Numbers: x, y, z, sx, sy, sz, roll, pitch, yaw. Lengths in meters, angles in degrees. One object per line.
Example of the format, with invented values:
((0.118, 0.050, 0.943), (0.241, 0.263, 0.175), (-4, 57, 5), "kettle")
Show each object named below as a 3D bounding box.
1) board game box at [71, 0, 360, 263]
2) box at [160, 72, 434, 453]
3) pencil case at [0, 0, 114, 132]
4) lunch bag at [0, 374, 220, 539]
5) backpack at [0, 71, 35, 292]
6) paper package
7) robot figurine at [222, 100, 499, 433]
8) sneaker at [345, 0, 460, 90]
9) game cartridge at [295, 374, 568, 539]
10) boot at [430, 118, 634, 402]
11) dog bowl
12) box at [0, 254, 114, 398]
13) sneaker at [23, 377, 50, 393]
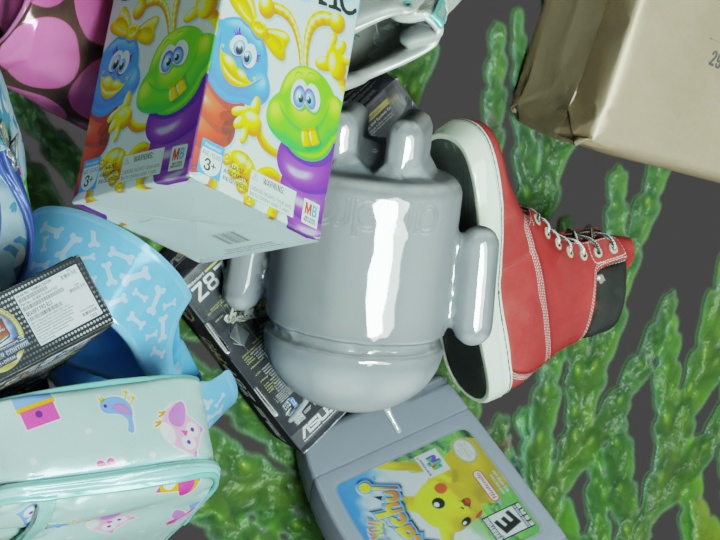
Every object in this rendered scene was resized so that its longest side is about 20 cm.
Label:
((-0.076, -0.120, 1.368), (0.103, 0.105, 0.201), (26, 65, -40), "board game box")
((-0.017, -0.006, 1.571), (0.200, 0.049, 0.161), (-44, 125, -13), "box")
((-0.139, -0.126, 1.440), (0.200, 0.090, 0.094), (31, 52, -36), "pencil case")
((-0.179, 0.128, 1.391), (0.160, 0.200, 0.077), (-8, 70, -27), "lunch bag")
((-0.272, -0.048, 1.331), (0.182, 0.147, 0.201), (-20, 126, -2), "backpack")
((0.226, -0.162, 1.639), (0.199, 0.103, 0.192), (12, 99, -33), "paper package")
((0.000, 0.000, 1.487), (0.169, 0.113, 0.201), (8, 102, 11), "robot figurine")
((0.033, -0.167, 1.519), (0.200, 0.088, 0.075), (-44, 120, -25), "sneaker")
((0.048, 0.165, 1.582), (0.133, 0.200, 0.041), (-25, 147, -21), "game cartridge")
((0.113, -0.028, 1.582), (0.144, 0.072, 0.201), (-28, 127, -25), "boot")
((-0.145, 0.043, 1.443), (0.050, 0.111, 0.200), (-59, 150, -27), "dog bowl")
((-0.248, 0.071, 1.323), (0.199, 0.160, 0.044), (-29, 88, -28), "box")
((-0.278, 0.075, 1.436), (0.199, 0.070, 0.083), (-3, 90, -34), "sneaker")
